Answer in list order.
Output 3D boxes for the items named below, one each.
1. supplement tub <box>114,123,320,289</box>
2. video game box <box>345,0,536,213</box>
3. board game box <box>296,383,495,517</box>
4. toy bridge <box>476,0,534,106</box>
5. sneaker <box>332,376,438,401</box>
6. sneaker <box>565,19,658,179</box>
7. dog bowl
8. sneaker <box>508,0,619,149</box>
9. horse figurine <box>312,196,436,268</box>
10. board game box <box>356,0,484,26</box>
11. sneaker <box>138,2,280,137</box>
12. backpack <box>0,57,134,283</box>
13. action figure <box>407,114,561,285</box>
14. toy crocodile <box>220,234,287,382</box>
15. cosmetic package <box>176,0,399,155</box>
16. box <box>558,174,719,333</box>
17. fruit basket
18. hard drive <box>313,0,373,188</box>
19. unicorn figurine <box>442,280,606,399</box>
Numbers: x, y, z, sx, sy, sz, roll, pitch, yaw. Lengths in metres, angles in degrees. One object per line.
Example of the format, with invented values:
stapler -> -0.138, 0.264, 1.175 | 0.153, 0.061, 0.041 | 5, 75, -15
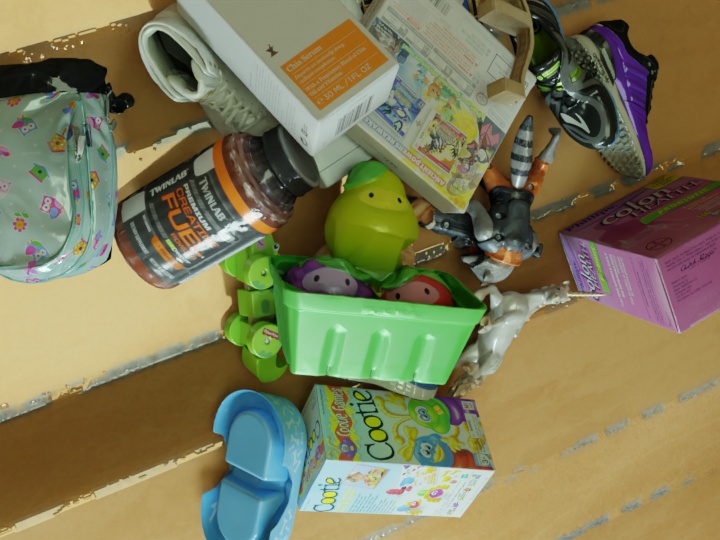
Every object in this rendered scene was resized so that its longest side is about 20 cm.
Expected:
supplement tub -> -0.141, -0.068, 0.884 | 0.200, 0.107, 0.107 | -29, 110, 18
video game box -> 0.071, -0.189, 0.933 | 0.200, 0.047, 0.182 | 37, 72, -24
board game box -> 0.033, 0.208, 1.014 | 0.200, 0.103, 0.105 | 8, 132, -20
toy bridge -> 0.154, -0.269, 0.945 | 0.067, 0.027, 0.200 | 9, 69, -40
sneaker -> 0.009, 0.077, 0.989 | 0.200, 0.079, 0.089 | 18, 98, -27
sneaker -> 0.326, -0.211, 1.072 | 0.099, 0.070, 0.200 | -33, 110, -15
dog bowl -> -0.116, 0.229, 0.988 | 0.050, 0.111, 0.200 | 0, 102, -51
sneaker -> 0.221, -0.220, 1.011 | 0.200, 0.071, 0.083 | 57, 38, -4
horse figurine -> 0.000, 0.000, 0.988 | 0.200, 0.050, 0.133 | -16, 131, -8
board game box -> 0.054, -0.299, 0.977 | 0.151, 0.046, 0.200 | -15, 104, -15
sneaker -> -0.145, -0.171, 0.890 | 0.074, 0.116, 0.200 | -36, 107, 18
backpack -> -0.304, -0.088, 0.825 | 0.167, 0.127, 0.200 | -5, 91, 13
action figure -> 0.145, -0.079, 1.021 | 0.200, 0.105, 0.194 | 5, 89, -20
toy crocodile -> -0.110, 0.028, 0.973 | 0.062, 0.067, 0.200 | -11, 106, -35
cosmetic package -> -0.070, -0.217, 0.823 | 0.101, 0.071, 0.200 | -40, 81, -18
box -> 0.370, -0.028, 1.050 | 0.176, 0.200, 0.097 | -27, 107, -11
fruit basket -> 0.014, -0.003, 0.884 | 0.215, 0.156, 0.216 | -4, 107, -12
hard drive -> -0.036, -0.205, 0.921 | 0.132, 0.027, 0.200 | -36, 107, -16
unicorn figurine -> 0.170, 0.067, 1.056 | 0.137, 0.074, 0.200 | 0, 139, -49
